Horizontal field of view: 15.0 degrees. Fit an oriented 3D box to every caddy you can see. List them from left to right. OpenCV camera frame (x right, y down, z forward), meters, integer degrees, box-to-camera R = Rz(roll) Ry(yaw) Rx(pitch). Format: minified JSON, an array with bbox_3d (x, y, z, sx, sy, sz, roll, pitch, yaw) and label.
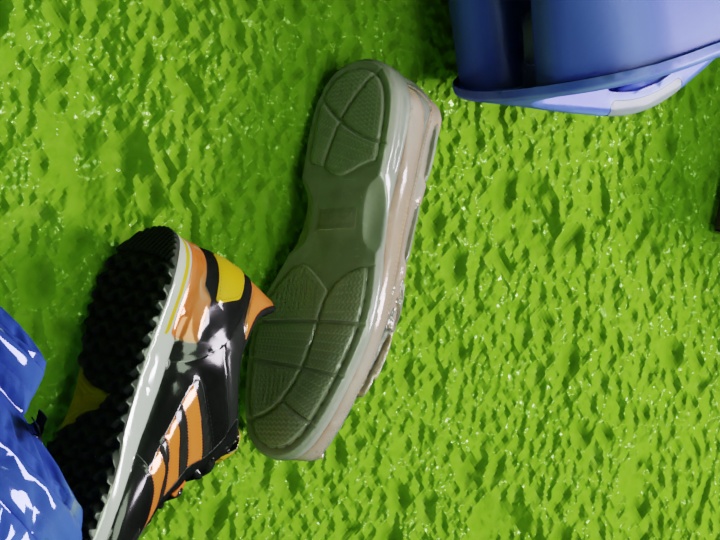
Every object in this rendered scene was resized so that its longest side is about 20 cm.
[{"bbox_3d":[0.133,-0.132,1.381,0.200,0.141,0.105,-20,104,-36],"label":"caddy"}]

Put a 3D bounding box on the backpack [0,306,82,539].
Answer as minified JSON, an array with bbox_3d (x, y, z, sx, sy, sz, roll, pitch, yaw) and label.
[{"bbox_3d":[-0.205,0.076,1.106,0.168,0.162,0.200,-53,125,-26],"label":"backpack"}]

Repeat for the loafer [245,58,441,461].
[{"bbox_3d":[0.000,0.000,1.335,0.063,0.072,0.201,21,79,-47],"label":"loafer"}]

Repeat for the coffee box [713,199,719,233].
[{"bbox_3d":[0.281,-0.105,1.550,0.114,0.080,0.201,14,87,-41],"label":"coffee box"}]

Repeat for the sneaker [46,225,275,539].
[{"bbox_3d":[-0.094,0.086,1.261,0.090,0.070,0.201,25,78,-37],"label":"sneaker"}]
